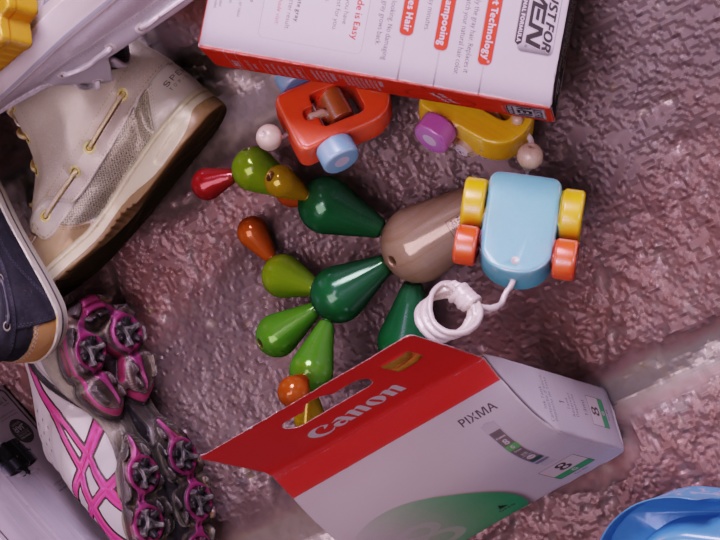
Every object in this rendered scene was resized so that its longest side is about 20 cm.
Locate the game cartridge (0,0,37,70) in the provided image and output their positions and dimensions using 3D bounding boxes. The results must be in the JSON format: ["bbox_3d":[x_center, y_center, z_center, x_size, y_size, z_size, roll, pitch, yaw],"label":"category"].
[{"bbox_3d":[-0.267,-0.167,1.536,0.200,0.032,0.177,-34,59,38],"label":"game cartridge"}]

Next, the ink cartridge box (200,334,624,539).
[{"bbox_3d":[0.033,0.105,1.484,0.160,0.199,0.050,-32,63,28],"label":"ink cartridge box"}]

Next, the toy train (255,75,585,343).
[{"bbox_3d":[0.039,-0.047,1.478,0.150,0.056,0.201,-28,65,-12],"label":"toy train"}]

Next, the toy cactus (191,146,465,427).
[{"bbox_3d":[0.000,0.000,1.533,0.164,0.102,0.201,-30,83,18],"label":"toy cactus"}]

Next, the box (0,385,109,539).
[{"bbox_3d":[-0.205,0.179,1.651,0.200,0.117,0.060,46,117,4],"label":"box"}]

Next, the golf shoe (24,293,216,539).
[{"bbox_3d":[-0.154,0.116,1.643,0.092,0.072,0.201,-19,91,46],"label":"golf shoe"}]

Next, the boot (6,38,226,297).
[{"bbox_3d":[-0.195,-0.081,1.598,0.155,0.072,0.200,45,112,5],"label":"boot"}]

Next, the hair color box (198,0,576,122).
[{"bbox_3d":[0.019,-0.150,1.450,0.198,0.061,0.102,11,86,8],"label":"hair color box"}]

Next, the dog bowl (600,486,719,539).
[{"bbox_3d":[0.235,0.179,1.497,0.199,0.050,0.112,4,106,23],"label":"dog bowl"}]

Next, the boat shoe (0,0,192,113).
[{"bbox_3d":[-0.160,-0.139,1.509,0.068,0.072,0.200,37,119,-27],"label":"boat shoe"}]

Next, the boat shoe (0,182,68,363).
[{"bbox_3d":[-0.251,-0.028,1.569,0.075,0.062,0.201,-41,77,37],"label":"boat shoe"}]
